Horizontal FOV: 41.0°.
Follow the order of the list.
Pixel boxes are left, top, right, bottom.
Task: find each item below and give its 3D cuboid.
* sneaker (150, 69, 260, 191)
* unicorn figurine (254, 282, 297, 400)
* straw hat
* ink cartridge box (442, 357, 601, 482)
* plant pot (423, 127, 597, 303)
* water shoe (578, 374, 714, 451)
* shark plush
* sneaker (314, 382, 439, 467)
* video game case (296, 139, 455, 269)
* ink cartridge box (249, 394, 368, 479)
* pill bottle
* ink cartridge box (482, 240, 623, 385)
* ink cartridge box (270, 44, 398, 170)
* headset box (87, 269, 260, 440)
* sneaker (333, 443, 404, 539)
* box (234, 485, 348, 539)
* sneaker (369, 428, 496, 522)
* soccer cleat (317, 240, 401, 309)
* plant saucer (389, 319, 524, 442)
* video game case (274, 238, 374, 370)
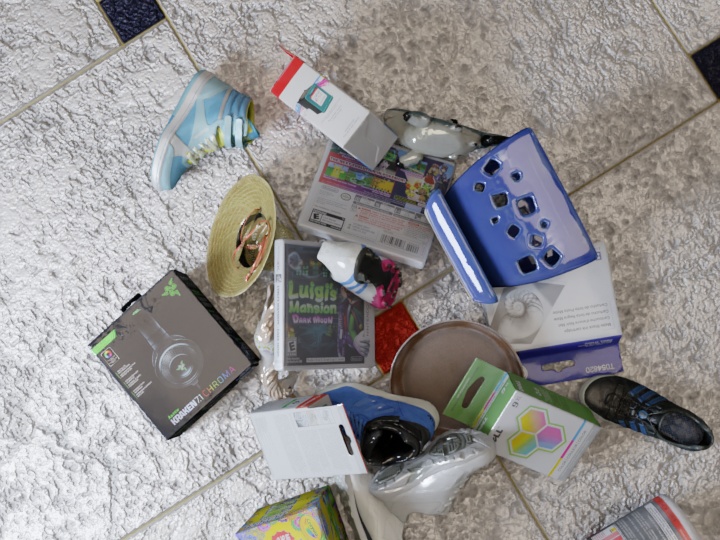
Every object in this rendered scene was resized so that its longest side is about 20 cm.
[{"bbox_3d":[-0.231,-0.196,1.477,0.130,0.080,0.201,25,88,6],"label":"sneaker"},{"bbox_3d":[-0.124,0.109,1.431,0.073,0.200,0.138,1,63,17],"label":"unicorn figurine"},{"bbox_3d":[-0.146,-0.040,1.446,0.085,0.201,0.202,15,86,-34],"label":"straw hat"},{"bbox_3d":[0.232,0.217,1.389,0.199,0.059,0.104,25,108,-14],"label":"ink cartridge box"},{"bbox_3d":[0.198,-0.063,1.349,0.179,0.200,0.201,-29,88,5],"label":"plant pot"},{"bbox_3d":[0.422,0.205,1.413,0.199,0.079,0.072,20,87,4],"label":"water shoe"},{"bbox_3d":[0.134,-0.217,1.461,0.199,0.083,0.091,-3,123,5],"label":"shark plush"},{"bbox_3d":[0.006,0.226,1.397,0.199,0.111,0.077,8,115,18],"label":"sneaker"},{"bbox_3d":[0.026,-0.112,1.457,0.199,0.023,0.183,17,67,4],"label":"video game case"},{"bbox_3d":[-0.065,0.238,1.384,0.199,0.050,0.110,-14,99,42],"label":"ink cartridge box"},{"bbox_3d":[0.384,0.418,1.381,0.199,0.116,0.116,-30,85,0],"label":"pill bottle"},{"bbox_3d":[0.287,0.070,1.449,0.198,0.041,0.201,-10,85,2],"label":"ink cartridge box"},{"bbox_3d":[-0.051,-0.243,1.429,0.200,0.116,0.067,40,96,26],"label":"ink cartridge box"},{"bbox_3d":[-0.281,0.120,1.449,0.174,0.093,0.200,-41,84,-1],"label":"headset box"},{"bbox_3d":[0.016,0.346,1.435,0.080,0.076,0.201,-20,89,-11],"label":"sneaker"},{"bbox_3d":[-0.076,0.431,1.365,0.121,0.193,0.201,-18,84,1],"label":"box"},{"bbox_3d":[0.117,0.298,1.379,0.199,0.078,0.100,-28,107,24],"label":"sneaker"},{"bbox_3d":[0.000,0.000,1.402,0.086,0.200,0.070,19,79,22],"label":"soccer cleat"},{"bbox_3d":[0.143,0.164,1.431,0.199,0.032,0.201,2,106,5],"label":"plant saucer"},{"bbox_3d":[-0.048,0.052,1.404,0.023,0.199,0.183,-4,84,41],"label":"video game case"}]
